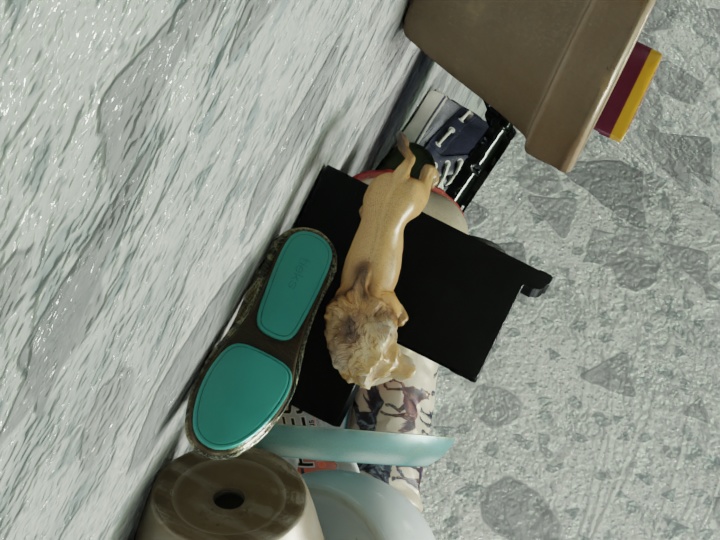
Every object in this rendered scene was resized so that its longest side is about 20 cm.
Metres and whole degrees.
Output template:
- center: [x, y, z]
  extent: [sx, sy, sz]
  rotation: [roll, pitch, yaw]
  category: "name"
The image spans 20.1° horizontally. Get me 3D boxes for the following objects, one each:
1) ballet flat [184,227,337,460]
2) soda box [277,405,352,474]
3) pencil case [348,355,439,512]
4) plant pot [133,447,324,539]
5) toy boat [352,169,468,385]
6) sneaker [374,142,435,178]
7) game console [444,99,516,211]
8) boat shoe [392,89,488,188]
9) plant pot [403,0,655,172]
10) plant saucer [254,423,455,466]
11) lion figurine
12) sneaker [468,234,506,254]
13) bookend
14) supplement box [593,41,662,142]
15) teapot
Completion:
- center: [-0.074, 0.061, 1.481]
  extent: [0.200, 0.068, 0.075]
  rotation: [-65, -174, -27]
  category: "ballet flat"
- center: [-0.042, 0.134, 1.845]
  extent: [0.068, 0.064, 0.200]
  rotation: [89, 10, -69]
  category: "soda box"
- center: [0.032, 0.126, 1.850]
  extent: [0.089, 0.078, 0.200]
  rotation: [33, 62, -58]
  category: "pencil case"
- center: [-0.099, 0.232, 1.532]
  extent: [0.200, 0.200, 0.174]
  rotation: [-58, 156, -51]
  category: "plant pot"
- center: [0.000, 0.000, 1.782]
  extent: [0.200, 0.130, 0.131]
  rotation: [-64, -155, 12]
  category: "toy boat"
- center: [0.017, -0.038, 1.911]
  extent: [0.200, 0.067, 0.090]
  rotation: [-59, 180, -12]
  category: "sneaker"
- center: [0.085, -0.144, 1.950]
  extent: [0.176, 0.116, 0.200]
  rotation: [-56, 176, 4]
  category: "game console"
- center: [0.080, -0.107, 2.097]
  extent: [0.200, 0.093, 0.075]
  rotation: [-60, 174, -42]
  category: "boat shoe"
- center: [0.135, -0.204, 1.625]
  extent: [0.200, 0.175, 0.200]
  rotation: [-62, 176, -7]
  category: "plant pot"
- center: [-0.025, 0.137, 1.608]
  extent: [0.200, 0.200, 0.027]
  rotation: [60, 34, -85]
  category: "plant saucer"
- center: [0.015, -0.012, 1.503]
  extent: [0.122, 0.072, 0.200]
  rotation: [35, 59, -83]
  category: "lion figurine"
- center: [0.092, 0.007, 1.904]
  extent: [0.200, 0.112, 0.073]
  rotation: [33, 74, -70]
  category: "sneaker"
- center: [0.020, 0.051, 1.608]
  extent: [0.199, 0.200, 0.092]
  rotation: [-64, 175, -3]
  category: "bookend"
- center: [0.156, -0.192, 1.779]
  extent: [0.110, 0.200, 0.086]
  rotation: [-33, 148, -83]
  category: "supplement box"
- center: [-0.005, 0.255, 1.708]
  extent: [0.146, 0.197, 0.200]
  rotation: [2, 104, -58]
  category: "teapot"
